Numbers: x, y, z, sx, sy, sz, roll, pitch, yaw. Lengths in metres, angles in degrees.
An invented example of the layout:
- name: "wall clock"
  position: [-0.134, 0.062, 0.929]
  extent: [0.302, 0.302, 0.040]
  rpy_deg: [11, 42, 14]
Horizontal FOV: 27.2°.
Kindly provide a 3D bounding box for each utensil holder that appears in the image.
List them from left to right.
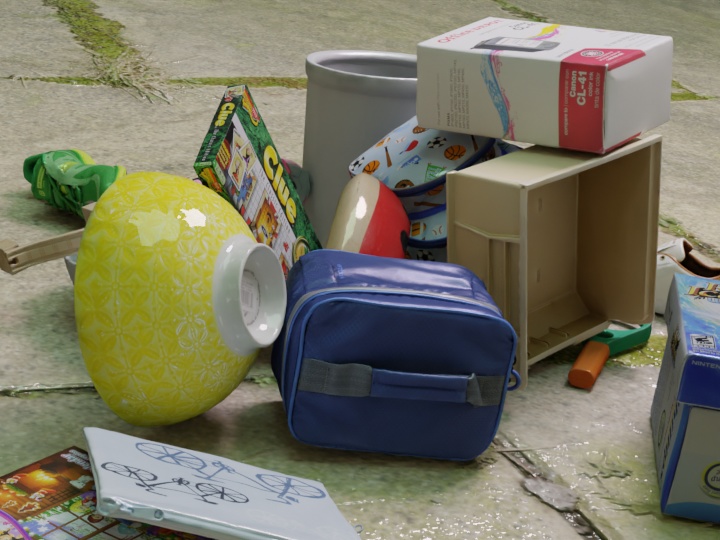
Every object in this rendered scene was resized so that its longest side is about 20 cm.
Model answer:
- name: "utensil holder"
  position: [0.017, -0.126, 1.618]
  extent: [0.169, 0.201, 0.170]
  rpy_deg: [5, 18, -2]

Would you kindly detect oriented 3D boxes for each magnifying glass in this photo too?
- name: "magnifying glass"
  position: [0.234, 0.069, 1.448]
  extent: [0.079, 0.023, 0.200]
  rpy_deg: [11, 22, 17]

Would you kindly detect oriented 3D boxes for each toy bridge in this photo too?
- name: "toy bridge"
  position: [-0.231, -0.044, 1.357]
  extent: [0.199, 0.027, 0.067]
  rpy_deg: [-24, 21, -27]

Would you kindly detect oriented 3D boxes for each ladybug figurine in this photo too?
- name: "ladybug figurine"
  position: [0.000, 0.000, 1.346]
  extent: [0.072, 0.136, 0.201]
  rpy_deg: [15, 58, 0]

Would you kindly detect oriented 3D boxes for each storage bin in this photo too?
- name: "storage bin"
  position: [0.176, -0.012, 1.349]
  extent: [0.093, 0.200, 0.199]
  rpy_deg: [16, 27, 41]

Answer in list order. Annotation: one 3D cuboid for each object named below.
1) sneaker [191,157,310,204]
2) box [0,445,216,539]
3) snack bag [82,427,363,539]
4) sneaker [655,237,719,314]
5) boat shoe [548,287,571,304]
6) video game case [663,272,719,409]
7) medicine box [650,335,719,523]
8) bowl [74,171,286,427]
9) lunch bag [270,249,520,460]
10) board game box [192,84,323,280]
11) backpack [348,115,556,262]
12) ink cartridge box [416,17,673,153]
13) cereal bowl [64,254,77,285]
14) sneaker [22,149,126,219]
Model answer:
- name: "sneaker"
  position: [-0.154, -0.076, 1.581]
  extent: [0.199, 0.079, 0.095]
  rpy_deg: [-15, 9, -11]
- name: "box"
  position: [-0.163, 0.184, 0.963]
  extent: [0.199, 0.039, 0.137]
  rpy_deg: [20, 23, 29]
- name: "snack bag"
  position: [-0.090, 0.154, 0.989]
  extent: [0.188, 0.022, 0.200]
  rpy_deg: [17, 3, -15]
- name: "sneaker"
  position: [0.304, -0.003, 1.580]
  extent: [0.199, 0.085, 0.073]
  rpy_deg: [12, 22, 15]
- name: "boat shoe"
  position: [0.143, 0.003, 1.531]
  extent: [0.065, 0.072, 0.200]
  rpy_deg: [20, 4, -31]
- name: "video game case"
  position: [0.344, 0.065, 1.169]
  extent: [0.199, 0.046, 0.181]
  rpy_deg: [10, 19, 5]
- name: "medicine box"
  position: [0.339, 0.127, 1.215]
  extent: [0.181, 0.104, 0.200]
  rpy_deg: [10, 20, 5]
- name: "bowl"
  position: [-0.122, 0.020, 1.153]
  extent: [0.107, 0.201, 0.200]
  rpy_deg: [-3, 15, 24]
- name: "lunch bag"
  position: [0.032, 0.073, 1.195]
  extent: [0.199, 0.137, 0.132]
  rpy_deg: [5, 21, -11]
- name: "board game box"
  position: [-0.084, -0.051, 1.288]
  extent: [0.023, 0.201, 0.105]
  rpy_deg: [-7, 43, 20]
- name: "backpack"
  position: [0.093, -0.066, 1.462]
  extent: [0.200, 0.154, 0.190]
  rpy_deg: [-40, 42, -12]
- name: "ink cartridge box"
  position: [0.170, -0.175, 1.381]
  extent: [0.199, 0.086, 0.147]
  rpy_deg: [14, 26, 32]
- name: "cereal bowl"
  position: [-0.166, -0.005, 1.366]
  extent: [0.199, 0.084, 0.200]
  rpy_deg: [-13, 17, 4]
- name: "sneaker"
  position: [-0.306, -0.085, 1.590]
  extent: [0.083, 0.075, 0.200]
  rpy_deg: [-2, 13, -32]
